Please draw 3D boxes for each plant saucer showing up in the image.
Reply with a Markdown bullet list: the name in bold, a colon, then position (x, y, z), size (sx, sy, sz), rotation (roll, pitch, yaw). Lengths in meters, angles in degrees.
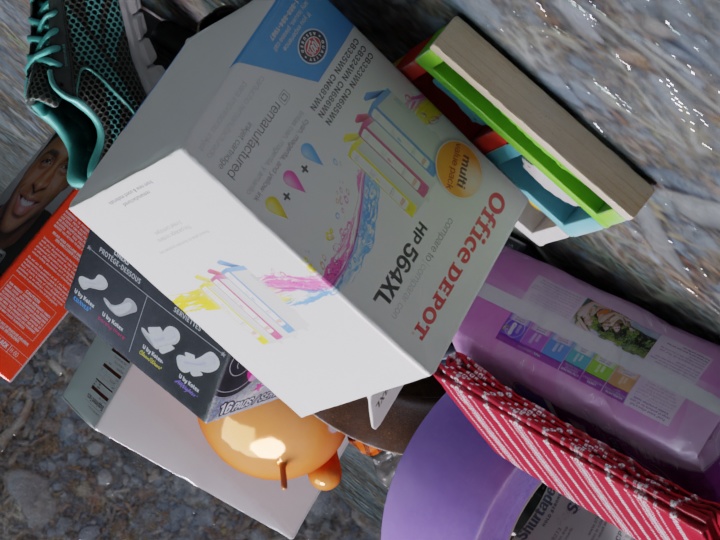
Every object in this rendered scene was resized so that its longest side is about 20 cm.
- **plant saucer**: position (0.013, 0.045, 1.525), size (0.199, 0.035, 0.201), rotation (23, -146, -16)

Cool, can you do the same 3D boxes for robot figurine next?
- **robot figurine**: position (-0.052, 0.076, 1.571), size (0.116, 0.145, 0.200), rotation (17, -151, 3)

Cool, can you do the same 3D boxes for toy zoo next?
- **toy zoo**: position (0.070, -0.067, 1.137), size (0.131, 0.020, 0.200), rotation (41, 170, -7)

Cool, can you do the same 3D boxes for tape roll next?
- **tape roll**: position (0.114, 0.159, 1.459), size (0.085, 0.200, 0.200), rotation (31, 167, 41)

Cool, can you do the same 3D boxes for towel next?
- **towel**: position (0.140, 0.121, 1.251), size (0.199, 0.023, 0.145), rotation (30, 168, 31)

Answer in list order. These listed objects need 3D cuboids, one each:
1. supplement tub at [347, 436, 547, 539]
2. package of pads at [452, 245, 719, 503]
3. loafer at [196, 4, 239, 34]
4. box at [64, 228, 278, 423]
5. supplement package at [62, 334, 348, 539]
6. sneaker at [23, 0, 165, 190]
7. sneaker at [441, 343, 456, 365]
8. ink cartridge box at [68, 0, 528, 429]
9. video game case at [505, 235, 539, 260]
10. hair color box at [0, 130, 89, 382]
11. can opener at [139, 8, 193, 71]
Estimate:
- **supplement tub**: position (0.097, 0.142, 1.624), size (0.200, 0.123, 0.122), rotation (35, 171, -12)
- **package of pads**: position (0.150, 0.070, 1.264), size (0.199, 0.076, 0.121), rotation (26, 164, 36)
- **loafer**: position (-0.065, -0.124, 1.291), size (0.200, 0.073, 0.071), rotation (-164, 62, -72)
- **box**: position (-0.053, -0.008, 1.303), size (0.132, 0.115, 0.200), rotation (36, -150, 27)
- **supplement package**: position (-0.099, 0.071, 1.737), size (0.191, 0.201, 0.147), rotation (32, 177, -20)
- **sneaker**: position (-0.183, -0.140, 1.397), size (0.077, 0.091, 0.201), rotation (-17, 102, 50)
- **sneaker**: position (0.000, 0.000, 1.437), size (0.199, 0.070, 0.108), rotation (33, 176, -4)
- **ink cartridge box**: position (-0.021, -0.027, 1.127), size (0.200, 0.129, 0.125), rotation (42, 148, -18)
- **video game case**: position (0.067, -0.008, 1.423), size (0.200, 0.019, 0.143), rotation (31, 167, 44)
- **hair color box**: position (-0.223, -0.026, 1.552), size (0.061, 0.200, 0.101), rotation (45, 168, -30)
- **can opener**: position (-0.132, -0.131, 1.471), size (0.200, 0.053, 0.067), rotation (34, 149, 29)
